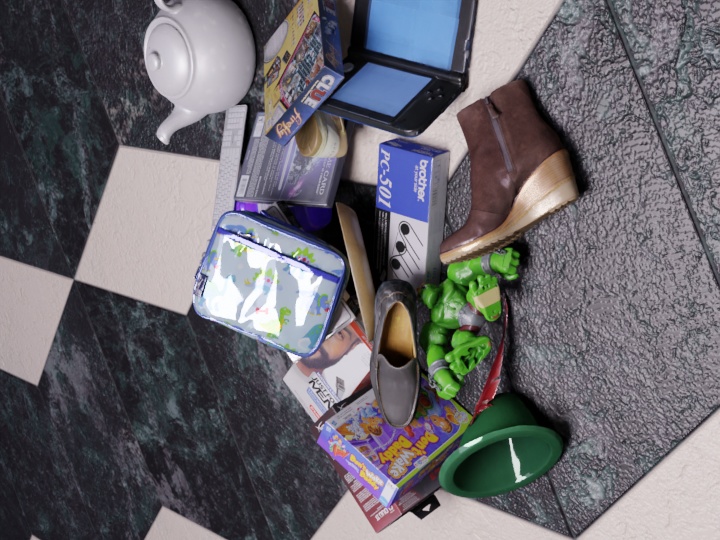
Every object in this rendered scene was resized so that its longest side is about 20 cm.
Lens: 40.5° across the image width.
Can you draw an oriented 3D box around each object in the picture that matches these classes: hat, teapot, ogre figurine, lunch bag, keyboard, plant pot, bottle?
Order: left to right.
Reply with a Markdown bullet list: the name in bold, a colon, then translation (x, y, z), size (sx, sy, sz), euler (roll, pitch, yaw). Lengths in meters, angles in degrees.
- **teapot**: translation (-0.265, -0.334, 1.497), size (0.197, 0.145, 0.202), euler (-36, 79, 44)
- **keyboard**: translation (-0.208, -0.161, 1.548), size (0.056, 0.011, 0.204), euler (6, 89, 54)
- **lunch bag**: translation (-0.121, 0.013, 1.330), size (0.197, 0.082, 0.163), euler (24, 96, 2)
- **bottle**: translation (-0.132, -0.101, 1.513), size (0.198, 0.065, 0.085), euler (0, 101, 43)
- **plant pot**: translation (0.000, 0.000, 1.376), size (0.027, 0.200, 0.204), euler (-14, 97, 0)
- **ogre figurine**: translation (0.132, 0.057, 1.283), size (0.120, 0.096, 0.204), euler (-147, 61, -63)
- **hat**: translation (0.179, 0.185, 1.335), size (0.199, 0.165, 0.178), euler (-34, 47, 22)

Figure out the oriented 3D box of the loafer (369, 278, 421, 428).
- **loafer**: translation (0.045, 0.118, 1.285), size (0.071, 0.072, 0.204), euler (-4, 103, 3)

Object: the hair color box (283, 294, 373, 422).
- **hair color box**: translation (-0.032, 0.145, 1.511), size (0.111, 0.063, 0.201), euler (50, 131, 19)

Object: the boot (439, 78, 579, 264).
- **boot**: translation (0.157, -0.118, 1.207), size (0.198, 0.072, 0.168), euler (-30, 77, 17)

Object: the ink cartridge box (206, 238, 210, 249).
- **ink cartridge box**: translation (-0.133, -0.001, 1.515), size (0.198, 0.114, 0.069), euler (23, 120, 34)

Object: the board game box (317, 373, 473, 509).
- **board game box**: translation (0.054, 0.223, 1.356), size (0.134, 0.199, 0.045), euler (39, 129, 20)

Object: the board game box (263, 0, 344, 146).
- **board game box**: translation (-0.080, -0.283, 1.320), size (0.135, 0.034, 0.202), euler (-43, 36, 34)

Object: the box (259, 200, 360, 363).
- **box**: translation (-0.103, 0.015, 1.398), size (0.116, 0.060, 0.201), euler (-36, 91, 9)

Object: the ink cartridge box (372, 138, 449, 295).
- **ink cartridge box**: translation (0.068, -0.072, 1.351), size (0.093, 0.044, 0.204), euler (19, 117, 35)

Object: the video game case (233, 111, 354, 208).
- **video game case**: translation (-0.100, -0.167, 1.442), size (0.198, 0.019, 0.145), euler (7, 78, 40)

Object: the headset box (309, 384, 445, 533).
- **headset box**: translation (0.043, 0.270, 1.426), size (0.201, 0.148, 0.077), euler (55, 134, 14)

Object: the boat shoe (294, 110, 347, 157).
- **boat shoe**: translation (-0.063, -0.235, 1.380), size (0.074, 0.065, 0.203), euler (-45, 45, 42)

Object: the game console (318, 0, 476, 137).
- **game console**: translation (0.035, -0.285, 1.262), size (0.198, 0.171, 0.119), euler (22, 146, 36)
